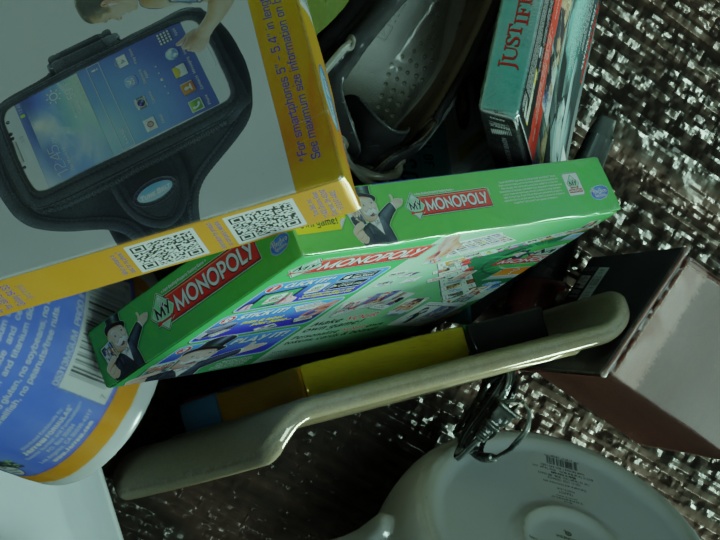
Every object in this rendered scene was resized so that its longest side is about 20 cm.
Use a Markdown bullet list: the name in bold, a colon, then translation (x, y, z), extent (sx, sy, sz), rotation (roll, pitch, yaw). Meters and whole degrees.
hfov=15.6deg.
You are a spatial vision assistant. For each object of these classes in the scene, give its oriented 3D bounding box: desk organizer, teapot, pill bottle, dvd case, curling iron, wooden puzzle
- **desk organizer**: translation (0.145, 0.041, 1.282), extent (0.077, 0.200, 0.072), rotation (35, 85, -5)
- **teapot**: translation (0.075, 0.187, 1.321), extent (0.197, 0.200, 0.146), rotation (-20, 146, -47)
- **pill bottle**: translation (-0.190, 0.012, 1.109), extent (0.200, 0.112, 0.112), rotation (24, 92, -36)
- **dvd case**: translation (0.085, -0.105, 1.193), extent (0.200, 0.022, 0.146), rotation (59, 42, -72)
- **curling iron**: translation (0.094, 0.010, 1.318), extent (0.026, 0.050, 0.200), rotation (33, 66, -20)
- **wooden puzzle**: translation (0.000, 0.052, 1.217), extent (0.200, 0.185, 0.037), rotation (-18, 89, -30)

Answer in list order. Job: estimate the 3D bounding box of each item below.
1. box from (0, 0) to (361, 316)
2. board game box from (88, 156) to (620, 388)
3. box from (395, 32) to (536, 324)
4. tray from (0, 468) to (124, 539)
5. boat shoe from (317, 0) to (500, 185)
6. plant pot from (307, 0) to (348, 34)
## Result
- **box**: translation (-0.111, -0.054, 1.013), extent (0.200, 0.119, 0.041), rotation (-16, 160, 3)
- **board game box**: translation (0.000, 0.000, 1.122), extent (0.200, 0.135, 0.029), rotation (-8, 70, -46)
- **box**: translation (0.038, -0.082, 1.250), extent (0.082, 0.049, 0.200), rotation (-40, 128, -49)
- **tray**: translation (-0.204, 0.141, 1.200), extent (0.200, 0.022, 0.108), rotation (-26, 120, -24)
- **boat shoe**: translation (0.004, -0.073, 1.153), extent (0.074, 0.060, 0.200), rotation (26, 98, -37)
- **plant pot**: translation (-0.082, -0.184, 1.083), extent (0.200, 0.200, 0.190), rotation (-40, 135, -16)
